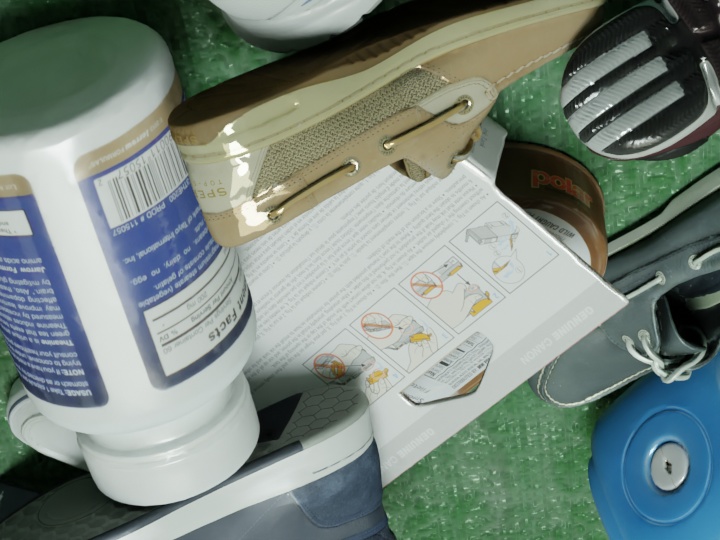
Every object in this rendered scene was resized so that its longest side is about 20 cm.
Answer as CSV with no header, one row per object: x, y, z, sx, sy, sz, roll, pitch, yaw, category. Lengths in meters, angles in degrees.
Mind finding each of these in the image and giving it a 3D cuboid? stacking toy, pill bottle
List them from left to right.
-0.109,0.000,1.056,0.110,0.111,0.201,-11,121,8,pill bottle
0.229,0.117,1.301,0.199,0.117,0.110,12,135,-42,stacking toy

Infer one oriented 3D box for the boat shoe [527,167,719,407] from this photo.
0.150,0.020,1.194,0.072,0.062,0.200,21,135,-30,boat shoe

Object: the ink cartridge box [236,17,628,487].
0.000,0.000,1.125,0.176,0.045,0.200,38,128,-17,ink cartridge box

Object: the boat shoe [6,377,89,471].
-0.091,0.096,1.235,0.198,0.066,0.074,7,138,9,boat shoe

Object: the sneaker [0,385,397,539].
-0.073,0.156,1.133,0.201,0.077,0.147,-19,114,-10,sneaker

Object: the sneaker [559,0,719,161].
0.174,-0.109,1.045,0.199,0.076,0.116,-27,171,0,sneaker

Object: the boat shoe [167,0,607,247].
0.018,-0.071,1.005,0.199,0.071,0.065,-23,107,-15,boat shoe

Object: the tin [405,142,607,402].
0.038,0.010,1.191,0.112,0.042,0.200,26,133,-27,tin

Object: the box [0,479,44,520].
-0.095,0.191,1.277,0.181,0.105,0.200,20,171,-26,box

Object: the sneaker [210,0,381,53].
0.012,-0.149,0.942,0.199,0.075,0.087,-27,155,23,sneaker
